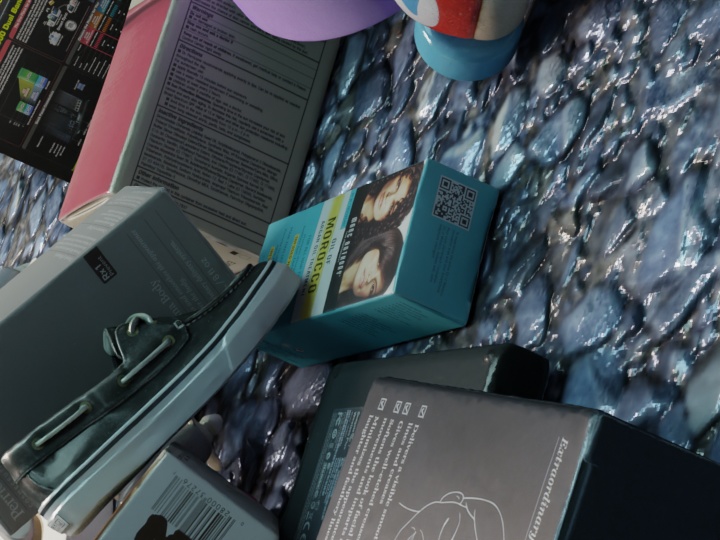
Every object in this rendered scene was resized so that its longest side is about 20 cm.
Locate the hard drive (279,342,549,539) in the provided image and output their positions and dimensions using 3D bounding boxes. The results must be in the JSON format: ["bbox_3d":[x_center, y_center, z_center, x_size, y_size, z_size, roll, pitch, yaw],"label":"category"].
[{"bbox_3d":[0.018,0.111,1.019,0.200,0.033,0.140,-13,57,65],"label":"hard drive"}]

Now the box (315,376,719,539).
[{"bbox_3d":[0.065,0.135,0.815,0.200,0.107,0.149,3,72,66],"label":"box"}]

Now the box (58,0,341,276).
[{"bbox_3d":[-0.108,-0.109,1.379,0.109,0.128,0.200,-19,51,61],"label":"box"}]

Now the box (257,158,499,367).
[{"bbox_3d":[0.000,0.000,1.148,0.200,0.049,0.082,-19,52,60],"label":"box"}]

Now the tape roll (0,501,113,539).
[{"bbox_3d":[-0.244,0.232,1.469,0.203,0.037,0.203,-47,29,38],"label":"tape roll"}]

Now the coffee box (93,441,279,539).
[{"bbox_3d":[-0.133,0.197,1.076,0.200,0.080,0.113,-53,1,-3],"label":"coffee box"}]

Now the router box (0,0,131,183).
[{"bbox_3d":[-0.256,-0.185,1.733,0.200,0.150,0.062,-60,24,15],"label":"router box"}]

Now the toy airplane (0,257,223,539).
[{"bbox_3d":[-0.185,0.081,1.279,0.199,0.200,0.141,-97,26,-48],"label":"toy airplane"}]

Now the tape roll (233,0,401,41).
[{"bbox_3d":[-0.014,-0.247,1.278,0.200,0.066,0.200,-18,50,23],"label":"tape roll"}]

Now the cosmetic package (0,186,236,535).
[{"bbox_3d":[-0.172,0.050,1.178,0.200,0.107,0.090,-44,18,-17],"label":"cosmetic package"}]

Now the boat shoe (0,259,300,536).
[{"bbox_3d":[-0.118,0.057,1.117,0.200,0.071,0.072,-46,0,-18],"label":"boat shoe"}]

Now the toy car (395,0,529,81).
[{"bbox_3d":[0.007,-0.222,1.076,0.184,0.200,0.177,98,-175,-68],"label":"toy car"}]

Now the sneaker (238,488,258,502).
[{"bbox_3d":[-0.134,0.210,1.202,0.200,0.081,0.088,-49,27,36],"label":"sneaker"}]
